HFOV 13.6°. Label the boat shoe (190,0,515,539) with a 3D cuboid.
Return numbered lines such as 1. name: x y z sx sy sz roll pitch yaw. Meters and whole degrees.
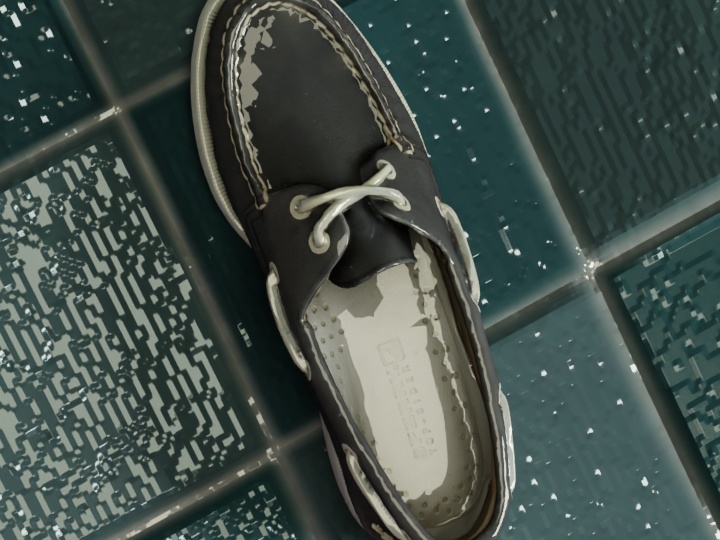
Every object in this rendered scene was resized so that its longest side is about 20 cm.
1. boat shoe: 0.000 0.000 0.966 0.073 0.060 0.201 -17 98 -12
